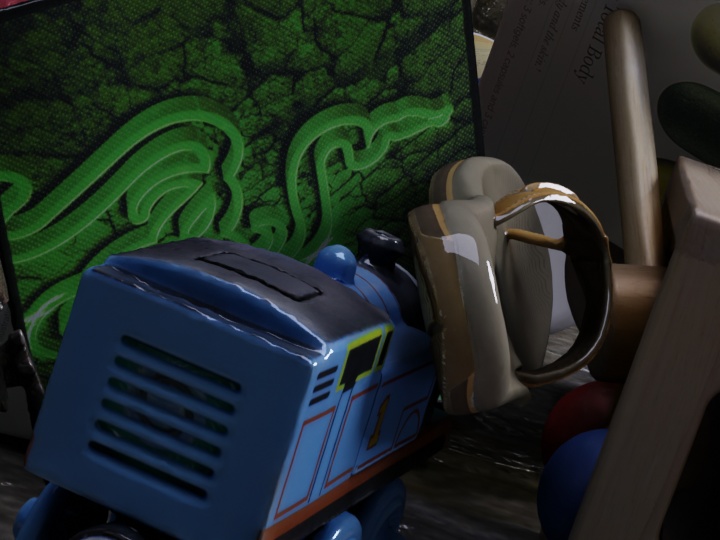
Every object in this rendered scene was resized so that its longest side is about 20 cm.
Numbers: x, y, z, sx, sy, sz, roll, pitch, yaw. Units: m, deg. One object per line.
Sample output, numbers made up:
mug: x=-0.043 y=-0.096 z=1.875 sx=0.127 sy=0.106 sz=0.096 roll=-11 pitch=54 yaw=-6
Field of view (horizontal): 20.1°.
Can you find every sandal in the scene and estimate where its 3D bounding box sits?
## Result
sandal: x=0.053 y=0.002 z=0.642 sx=0.053 sy=0.081 sz=0.200 roll=-14 pitch=3 yaw=9

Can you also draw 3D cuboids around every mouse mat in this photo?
mouse mat: x=-0.032 y=-0.029 z=0.671 sx=0.199 sy=0.163 sz=0.007 roll=-22 pitch=26 yaw=-33

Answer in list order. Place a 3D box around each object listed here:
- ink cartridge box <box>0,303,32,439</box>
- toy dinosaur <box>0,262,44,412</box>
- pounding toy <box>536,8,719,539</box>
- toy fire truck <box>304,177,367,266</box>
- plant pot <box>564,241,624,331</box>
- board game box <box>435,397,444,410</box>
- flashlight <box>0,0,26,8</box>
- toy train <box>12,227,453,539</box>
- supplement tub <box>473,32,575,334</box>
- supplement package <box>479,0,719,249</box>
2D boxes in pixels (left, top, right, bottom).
ink cartridge box: x=-0.179 y=-0.017 z=0.711 sx=0.198 sy=0.086 sz=0.146 roll=17 pitch=12 yaw=-20
toy dinosaur: x=-0.147 y=0.027 z=0.570 sx=0.101 sy=0.078 sz=0.200 roll=-14 pitch=-1 yaw=-2
pounding toy: x=0.121 y=0.029 z=0.716 sx=0.141 sy=0.202 sz=0.184 roll=19 pitch=11 yaw=3
toy fire truck: x=-0.006 y=-0.055 z=0.770 sx=0.127 sy=0.202 sz=0.176 roll=12 pitch=31 yaw=5
plant pot: x=0.217 y=0.029 z=0.974 sx=0.198 sy=0.201 sz=0.174 roll=15 pitch=28 yaw=-24
board game box: x=0.000 y=0.000 z=0.897 sx=0.104 sy=0.024 sz=0.200 roll=14 pitch=31 yaw=3
flashlight: x=-0.169 y=-0.090 z=0.699 sx=0.198 sy=0.068 sz=0.068 roll=21 pitch=-16 yaw=12
toy train: x=-0.027 y=0.048 z=0.589 sx=0.086 sy=0.115 sz=0.200 roll=23 pitch=12 yaw=16
supplement tub: x=0.059 y=-0.055 z=1.143 sx=0.143 sy=0.146 sz=0.200 roll=15 pitch=12 yaw=-21
supplement package: x=0.175 y=-0.090 z=0.854 sx=0.199 sy=0.152 sz=0.151 roll=32 pitch=47 yaw=13
